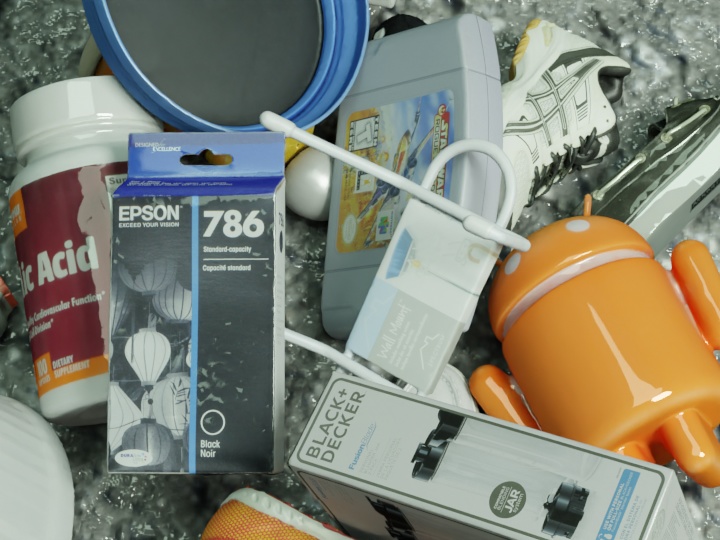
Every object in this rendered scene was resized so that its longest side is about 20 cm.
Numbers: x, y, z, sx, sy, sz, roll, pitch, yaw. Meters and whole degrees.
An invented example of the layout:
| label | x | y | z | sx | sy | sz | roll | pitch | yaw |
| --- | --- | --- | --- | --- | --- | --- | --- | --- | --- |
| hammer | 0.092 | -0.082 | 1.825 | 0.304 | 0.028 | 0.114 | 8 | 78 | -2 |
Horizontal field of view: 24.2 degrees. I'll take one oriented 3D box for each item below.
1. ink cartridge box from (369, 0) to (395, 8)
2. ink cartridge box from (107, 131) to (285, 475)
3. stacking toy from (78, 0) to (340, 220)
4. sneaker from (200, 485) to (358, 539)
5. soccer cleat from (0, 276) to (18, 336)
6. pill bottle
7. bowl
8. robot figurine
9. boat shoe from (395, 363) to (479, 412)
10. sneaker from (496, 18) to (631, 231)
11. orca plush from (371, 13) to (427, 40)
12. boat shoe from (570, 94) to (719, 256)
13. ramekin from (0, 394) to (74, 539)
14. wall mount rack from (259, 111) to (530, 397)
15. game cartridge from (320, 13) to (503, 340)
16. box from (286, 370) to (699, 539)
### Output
| label | x | y | z | sx | sy | sz | roll | pitch | yaw |
| --- | --- | --- | --- | --- | --- | --- | --- | --- | --- |
| ink cartridge box | -0.051 | -0.277 | 1.208 | 0.199 | 0.085 | 0.145 | 12 | 47 | 9 |
| ink cartridge box | -0.093 | 0.016 | 0.959 | 0.099 | 0.039 | 0.202 | -1 | 84 | 7 |
| stacking toy | -0.079 | -0.113 | 1.134 | 0.200 | 0.146 | 0.146 | 45 | 72 | 6 |
| sneaker | -0.005 | 0.185 | 0.920 | 0.199 | 0.073 | 0.077 | 13 | 63 | 32 |
| soccer cleat | -0.308 | -0.022 | 1.119 | 0.077 | 0.069 | 0.200 | -36 | 69 | -12 |
| pill bottle | -0.158 | -0.012 | 1.051 | 0.113 | 0.114 | 0.201 | -11 | 78 | -3 |
| bowl | -0.086 | -0.176 | 1.067 | 0.199 | 0.039 | 0.202 | 9 | 73 | -32 |
| robot figurine | 0.149 | 0.052 | 1.028 | 0.116 | 0.144 | 0.201 | -7 | 58 | -33 |
| boat shoe | 0.029 | 0.139 | 1.014 | 0.071 | 0.069 | 0.201 | 14 | 64 | 10 |
| sneaker | 0.127 | -0.090 | 1.111 | 0.087 | 0.076 | 0.201 | 20 | 52 | 6 |
| orca plush | 0.037 | -0.100 | 1.137 | 0.104 | 0.071 | 0.201 | 5 | 63 | 5 |
| boat shoe | 0.224 | -0.086 | 1.122 | 0.200 | 0.071 | 0.064 | -42 | 69 | -16 |
| ramekin | -0.275 | 0.146 | 0.971 | 0.199 | 0.098 | 0.202 | -15 | 55 | 22 |
| wall mount rack | 0.000 | 0.000 | 0.988 | 0.173 | 0.074 | 0.201 | 28 | 97 | 30 |
| game cartridge | 0.034 | -0.059 | 1.067 | 0.041 | 0.133 | 0.202 | 12 | 77 | -34 |
| box | 0.073 | 0.127 | 0.890 | 0.199 | 0.117 | 0.060 | 13 | 65 | 29 |
